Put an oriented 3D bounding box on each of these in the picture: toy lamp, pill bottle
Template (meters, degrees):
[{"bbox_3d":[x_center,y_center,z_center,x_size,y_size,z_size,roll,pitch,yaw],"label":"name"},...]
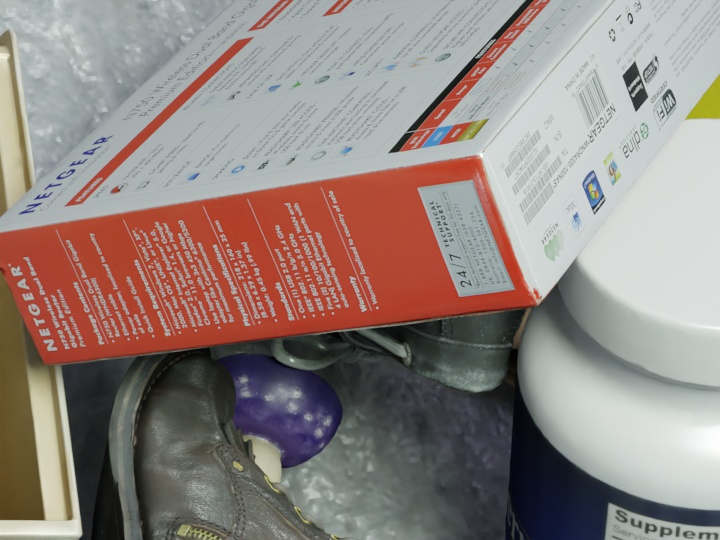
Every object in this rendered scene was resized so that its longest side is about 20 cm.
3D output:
[{"bbox_3d":[-0.049,0.123,0.927,0.058,0.058,0.200,22,54,-9],"label":"toy lamp"},{"bbox_3d":[0.104,0.058,0.902,0.115,0.200,0.116,1,42,-1],"label":"pill bottle"}]

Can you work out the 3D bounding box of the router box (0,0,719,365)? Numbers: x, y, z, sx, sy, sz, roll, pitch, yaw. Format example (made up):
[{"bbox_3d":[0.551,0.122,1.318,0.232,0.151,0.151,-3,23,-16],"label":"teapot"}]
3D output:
[{"bbox_3d":[0.011,-0.050,0.883,0.200,0.179,0.049,-48,123,-48],"label":"router box"}]

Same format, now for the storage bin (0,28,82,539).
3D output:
[{"bbox_3d":[-0.206,0.012,0.905,0.200,0.094,0.199,1,61,-21],"label":"storage bin"}]

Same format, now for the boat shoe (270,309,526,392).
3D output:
[{"bbox_3d":[0.003,0.000,0.967,0.073,0.199,0.068,2,99,-28],"label":"boat shoe"}]

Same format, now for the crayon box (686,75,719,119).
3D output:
[{"bbox_3d":[0.123,-0.093,1.084,0.200,0.127,0.051,21,54,-11],"label":"crayon box"}]

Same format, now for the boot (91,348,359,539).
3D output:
[{"bbox_3d":[0.002,0.101,0.860,0.174,0.069,0.200,10,34,-1],"label":"boot"}]

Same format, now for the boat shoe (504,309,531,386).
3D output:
[{"bbox_3d":[0.134,0.062,1.036,0.200,0.071,0.065,31,60,7],"label":"boat shoe"}]
